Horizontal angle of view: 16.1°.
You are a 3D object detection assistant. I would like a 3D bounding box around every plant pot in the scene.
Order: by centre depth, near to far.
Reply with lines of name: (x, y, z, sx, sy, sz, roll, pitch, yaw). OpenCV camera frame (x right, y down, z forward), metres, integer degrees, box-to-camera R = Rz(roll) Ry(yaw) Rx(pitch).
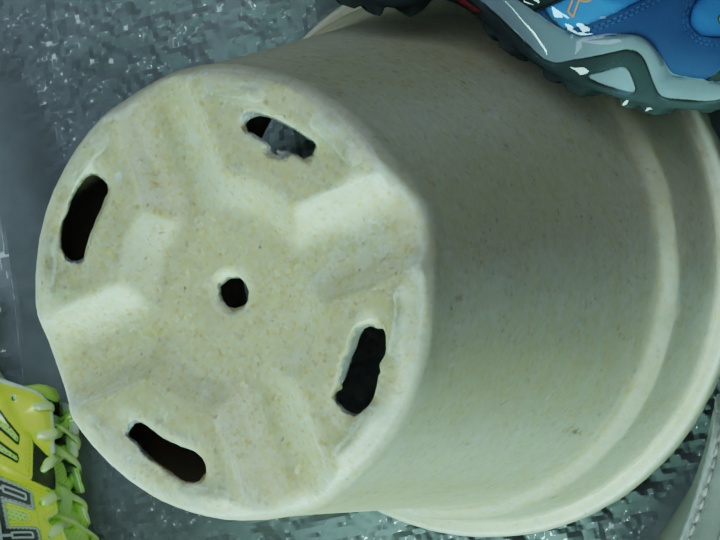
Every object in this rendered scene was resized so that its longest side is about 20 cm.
plant pot: (0.000, 0.000, 0.814, 0.200, 0.183, 0.201, 2, 95, 26)

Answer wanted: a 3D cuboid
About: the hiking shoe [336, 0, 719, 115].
hiking shoe: (0.066, -0.109, 0.783, 0.199, 0.075, 0.087, 15, 124, -12)

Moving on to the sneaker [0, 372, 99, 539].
sneaker: (-0.130, 0.084, 0.923, 0.076, 0.075, 0.200, -40, 71, 7)

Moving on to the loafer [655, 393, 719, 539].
loafer: (0.094, 0.132, 0.845, 0.070, 0.070, 0.201, 17, 84, 11)
